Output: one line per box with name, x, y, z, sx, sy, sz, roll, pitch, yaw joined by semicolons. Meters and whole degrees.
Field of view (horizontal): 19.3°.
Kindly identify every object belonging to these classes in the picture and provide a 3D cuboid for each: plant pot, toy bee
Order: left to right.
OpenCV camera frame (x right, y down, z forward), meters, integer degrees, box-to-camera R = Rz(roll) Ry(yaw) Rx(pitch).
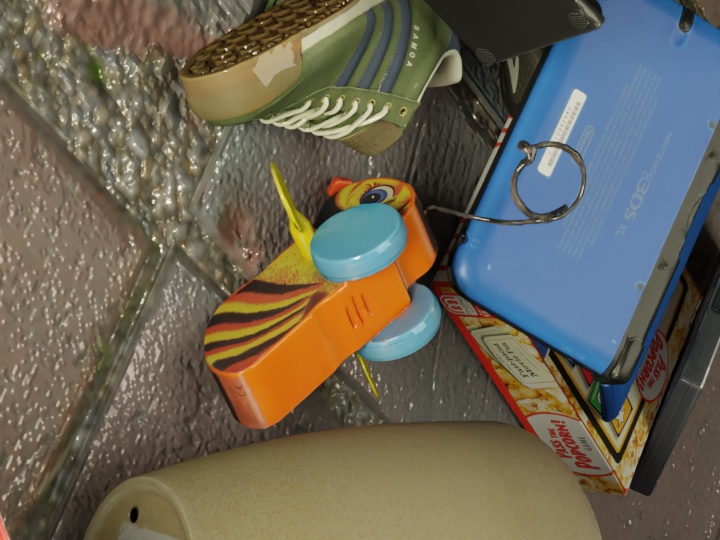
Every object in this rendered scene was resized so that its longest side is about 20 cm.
plant pot;-0.022;0.148;0.958;0.199;0.187;0.189;13;81;-39
toy bee;0.000;0.000;1.039;0.199;0.109;0.132;-15;114;-27

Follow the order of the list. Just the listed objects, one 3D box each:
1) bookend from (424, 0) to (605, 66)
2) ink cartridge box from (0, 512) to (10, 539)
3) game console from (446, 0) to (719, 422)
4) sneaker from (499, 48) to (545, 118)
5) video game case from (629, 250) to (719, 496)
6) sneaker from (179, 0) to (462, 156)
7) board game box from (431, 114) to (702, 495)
bookend;0.068;-0.242;1.010;0.200;0.092;0.199;45;63;-20
ink cartridge box;-0.171;0.161;0.731;0.045;0.175;0.201;-40;123;-45
game console;0.135;-0.039;1.170;0.170;0.118;0.201;30;77;-17
sneaker;0.085;-0.174;1.164;0.083;0.077;0.202;-5;93;-37
video game case;0.221;0.027;1.329;0.143;0.019;0.201;101;13;-57
sneaker;-0.006;-0.094;1.031;0.200;0.067;0.090;-42;119;-48
board game box;0.127;0.013;1.240;0.200;0.046;0.152;55;50;-40
